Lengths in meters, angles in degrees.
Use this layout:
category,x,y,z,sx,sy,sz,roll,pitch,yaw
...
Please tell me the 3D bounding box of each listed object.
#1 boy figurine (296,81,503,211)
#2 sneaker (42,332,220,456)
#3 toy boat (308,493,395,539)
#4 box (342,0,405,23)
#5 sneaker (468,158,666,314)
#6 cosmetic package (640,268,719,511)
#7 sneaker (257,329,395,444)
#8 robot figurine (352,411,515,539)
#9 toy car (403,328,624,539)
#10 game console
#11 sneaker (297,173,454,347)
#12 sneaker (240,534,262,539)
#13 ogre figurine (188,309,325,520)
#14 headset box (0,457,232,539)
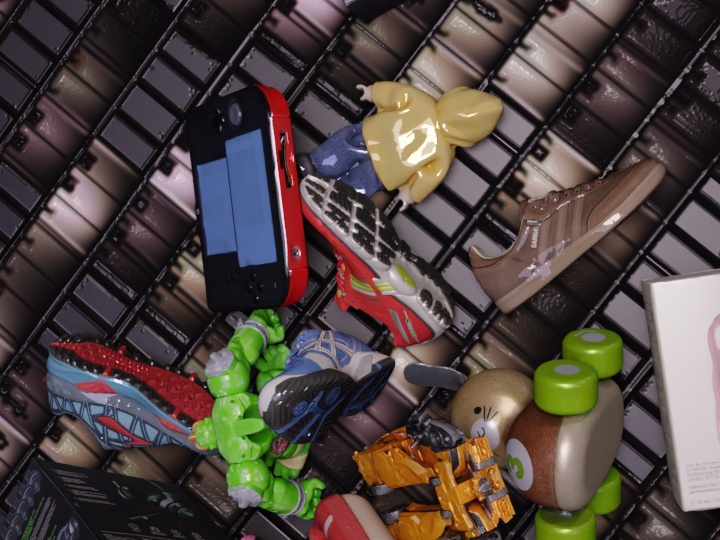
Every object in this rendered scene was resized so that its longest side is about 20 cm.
category,x,y,z,sx,sy,sz,roll,pitch,yaw
boy figurine,0.038,-0.124,1.224,0.199,0.064,0.125,-26,90,9
sneaker,-0.219,0.138,1.286,0.199,0.079,0.096,25,119,8
toy boat,-0.026,0.292,1.165,0.130,0.200,0.132,-13,107,-13
box,0.030,-0.365,1.199,0.181,0.104,0.201,-26,87,9
sneaker,0.186,-0.048,1.196,0.200,0.070,0.076,-41,83,8
cosmetic package,0.310,0.102,1.162,0.086,0.103,0.202,-9,92,9
sneaker,-0.044,0.100,1.184,0.077,0.200,0.076,36,107,18
robot figurine,0.066,0.196,1.167,0.058,0.200,0.146,-19,88,-30
toy car,0.129,0.143,1.181,0.198,0.158,0.166,6,110,26
game console,-0.112,-0.063,1.217,0.176,0.031,0.202,-6,90,54
sneaker,0.000,0.000,1.205,0.085,0.077,0.200,-33,109,28
sneaker,-0.076,0.351,1.255,0.087,0.074,0.202,-7,95,11
ogre figurine,-0.094,0.138,1.221,0.097,0.120,0.202,7,96,29
headset box,-0.213,0.261,1.193,0.200,0.173,0.093,32,99,48
